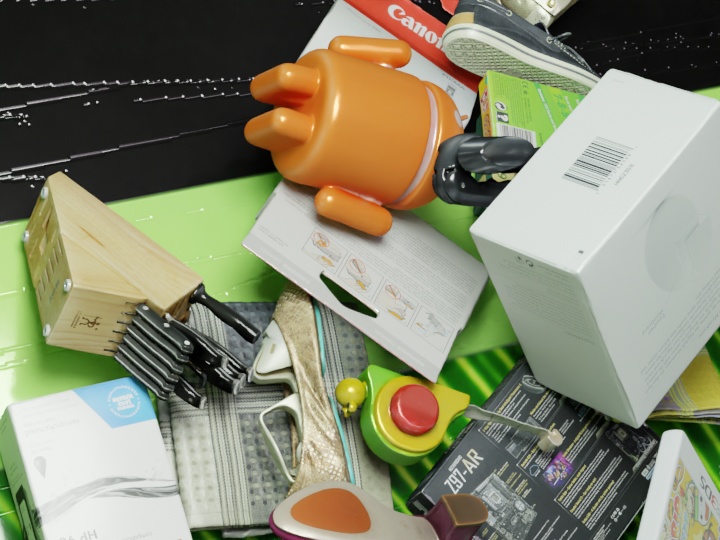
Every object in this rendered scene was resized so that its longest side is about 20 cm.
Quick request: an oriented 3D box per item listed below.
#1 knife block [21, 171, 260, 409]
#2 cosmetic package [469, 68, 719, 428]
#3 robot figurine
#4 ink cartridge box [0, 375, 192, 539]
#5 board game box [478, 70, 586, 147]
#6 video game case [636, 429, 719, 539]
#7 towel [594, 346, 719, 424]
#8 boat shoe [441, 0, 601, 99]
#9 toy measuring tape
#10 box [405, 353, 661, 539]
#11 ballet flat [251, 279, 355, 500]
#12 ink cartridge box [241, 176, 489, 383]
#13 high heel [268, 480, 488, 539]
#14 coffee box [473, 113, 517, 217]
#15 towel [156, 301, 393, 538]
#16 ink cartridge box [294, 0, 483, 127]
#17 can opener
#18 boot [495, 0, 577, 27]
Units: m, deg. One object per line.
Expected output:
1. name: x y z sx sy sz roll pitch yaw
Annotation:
1. knife block: -0.171 0.019 1.565 0.175 0.064 0.201 12 35 -29
2. cosmetic package: 0.218 -0.019 1.611 0.199 0.123 0.201 -47 135 -21
3. robot figurine: 0.003 -0.119 1.639 0.199 0.117 0.144 15 37 -28
4. ink cartridge box: -0.200 0.194 1.514 0.115 0.068 0.201 -12 75 -25
5. board game box: 0.204 -0.117 1.760 0.199 0.030 0.096 11 51 -16
6. video game case: 0.275 0.267 1.618 0.182 0.023 0.201 56 41 -34
7. towel: 0.248 0.054 1.738 0.143 0.023 0.201 3 52 -25
8. boat shoe: 0.162 -0.194 1.794 0.199 0.074 0.063 24 57 -26
9. toy measuring tape: 0.070 0.136 1.603 0.199 0.074 0.074 20 64 -13
10. box: 0.158 0.179 1.672 0.160 0.044 0.200 42 61 -1
11. ballet flat: -0.054 0.099 1.580 0.065 0.071 0.201 -7 68 -15
12. ink cartridge box: 0.000 0.000 1.649 0.199 0.045 0.176 36 39 -4
13. high heel: 0.004 0.221 1.547 0.199 0.096 0.068 7 44 -29
14. coffee box: 0.200 -0.076 1.775 0.199 0.044 0.124 19 48 -13
15. towel: -0.075 0.121 1.618 0.191 0.035 0.201 0 67 -24
16. ink cartridge box: 0.039 -0.195 1.774 0.160 0.047 0.201 33 63 -6
17. can opener: 0.130 -0.078 1.635 0.199 0.078 0.064 4 92 -53
18. boot: 0.116 -0.277 1.820 0.200 0.072 0.155 -36 86 -38
